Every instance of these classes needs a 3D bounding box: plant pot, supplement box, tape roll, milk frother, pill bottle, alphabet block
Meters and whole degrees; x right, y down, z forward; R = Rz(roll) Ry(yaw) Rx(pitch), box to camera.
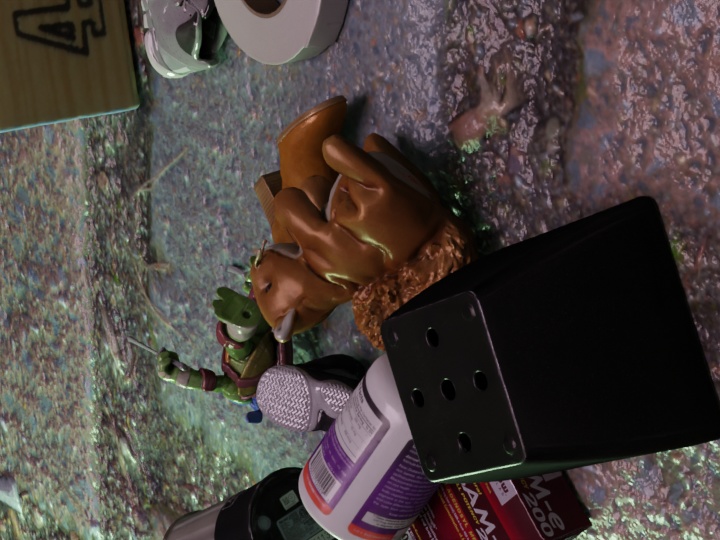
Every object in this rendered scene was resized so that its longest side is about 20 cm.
[{"bbox_3d":[0.136,0.072,1.358,0.199,0.177,0.201,-21,84,54],"label":"plant pot"},{"bbox_3d":[0.114,0.231,1.545,0.109,0.061,0.200,61,142,18],"label":"supplement box"},{"bbox_3d":[-0.083,-0.299,1.645,0.203,0.037,0.204,23,119,49],"label":"tape roll"},{"bbox_3d":[-0.073,0.314,1.732,0.188,0.180,0.201,-31,70,50],"label":"milk frother"},{"bbox_3d":[0.037,0.143,1.514,0.111,0.111,0.200,51,122,30],"label":"pill bottle"},{"bbox_3d":[-0.389,-0.268,1.943,0.195,0.196,0.201,4,105,52],"label":"alphabet block"}]

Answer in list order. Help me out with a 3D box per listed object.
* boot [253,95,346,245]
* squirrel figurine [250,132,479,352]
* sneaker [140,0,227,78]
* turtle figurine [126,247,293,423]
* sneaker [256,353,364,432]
[{"bbox_3d":[-0.029,-0.064,1.639,0.144,0.071,0.201,59,147,14],"label":"boot"},{"bbox_3d":[0.000,0.000,1.522,0.200,0.142,0.187,41,105,2],"label":"squirrel figurine"},{"bbox_3d":[-0.183,-0.300,1.764,0.115,0.075,0.201,4,115,48],"label":"sneaker"},{"bbox_3d":[-0.145,0.048,1.725,0.200,0.143,0.194,67,154,24],"label":"turtle figurine"},{"bbox_3d":[0.005,0.134,1.652,0.199,0.114,0.076,22,105,9],"label":"sneaker"}]
